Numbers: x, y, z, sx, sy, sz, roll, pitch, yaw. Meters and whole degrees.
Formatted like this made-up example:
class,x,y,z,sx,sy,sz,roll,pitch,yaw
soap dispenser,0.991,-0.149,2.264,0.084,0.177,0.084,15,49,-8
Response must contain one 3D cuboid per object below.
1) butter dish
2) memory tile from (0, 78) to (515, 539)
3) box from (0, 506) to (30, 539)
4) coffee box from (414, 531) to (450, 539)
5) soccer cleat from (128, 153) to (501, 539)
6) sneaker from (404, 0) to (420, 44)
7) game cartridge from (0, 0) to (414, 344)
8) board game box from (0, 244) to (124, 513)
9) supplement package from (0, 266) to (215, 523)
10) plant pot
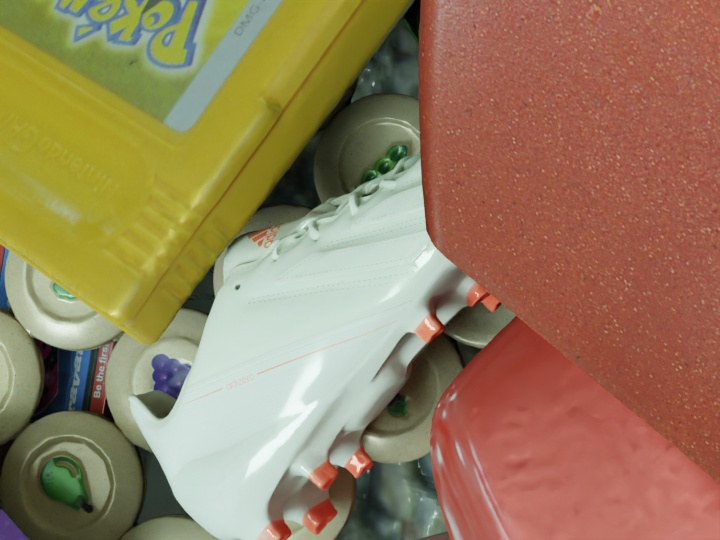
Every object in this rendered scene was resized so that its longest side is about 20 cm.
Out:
class,x,y,z,sx,sy,sz,roll,pitch,yaw
butter dish,0.082,0.092,0.882,0.148,0.199,0.200,-33,71,5
memory tile,-0.043,0.019,0.966,0.200,0.017,0.153,-45,80,4
box,-0.164,0.105,0.994,0.200,0.039,0.137,40,139,47
coffee box,0.076,0.184,0.968,0.080,0.113,0.200,-44,67,34
soccer cleat,0.000,0.000,0.902,0.078,0.069,0.200,45,111,16
sneaker,0.048,-0.170,0.979,0.084,0.077,0.201,32,105,45
game cartridge,-0.067,-0.095,0.961,0.176,0.032,0.200,31,81,41
board game box,-0.112,-0.021,1.021,0.103,0.019,0.201,6,85,37
supplement package,-0.090,0.090,1.091,0.117,0.117,0.201,24,109,34
plant pot,0.128,-0.056,0.741,0.200,0.200,0.177,40,135,17
